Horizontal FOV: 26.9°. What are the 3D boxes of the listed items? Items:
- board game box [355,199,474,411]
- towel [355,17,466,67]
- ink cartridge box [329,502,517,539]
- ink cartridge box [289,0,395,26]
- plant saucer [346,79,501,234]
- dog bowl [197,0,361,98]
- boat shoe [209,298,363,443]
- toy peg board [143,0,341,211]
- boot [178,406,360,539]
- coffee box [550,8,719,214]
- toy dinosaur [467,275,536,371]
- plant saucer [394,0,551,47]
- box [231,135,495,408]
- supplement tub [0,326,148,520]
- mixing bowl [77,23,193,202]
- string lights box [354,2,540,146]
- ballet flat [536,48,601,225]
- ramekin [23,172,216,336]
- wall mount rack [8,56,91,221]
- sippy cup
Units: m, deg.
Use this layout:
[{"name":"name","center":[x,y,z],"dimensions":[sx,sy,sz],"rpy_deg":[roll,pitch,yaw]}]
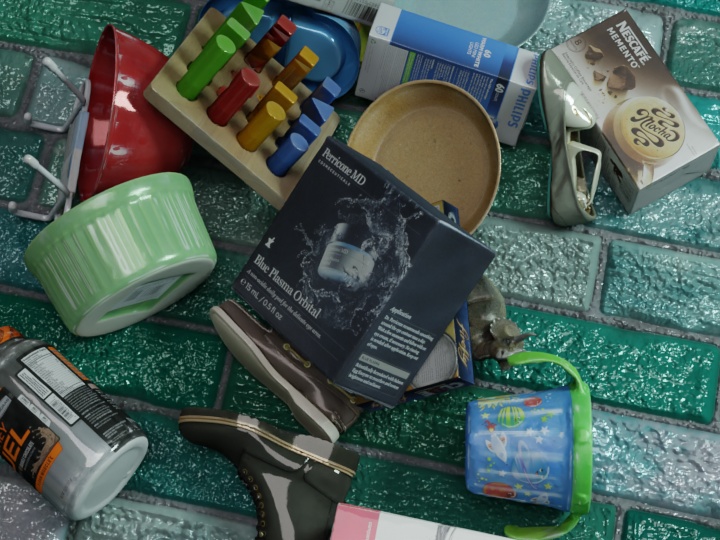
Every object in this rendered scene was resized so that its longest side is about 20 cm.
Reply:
[{"name":"board game box","center":[0.051,0.039,1.630],"dimensions":[0.135,0.034,0.202],"rpy_deg":[-17,65,32]},{"name":"towel","center":[0.024,-0.281,1.808],"dimensions":[0.198,0.018,0.087],"rpy_deg":[14,72,6]},{"name":"ink cartridge box","center":[0.066,0.305,1.527],"dimensions":[0.198,0.147,0.084],"rpy_deg":[11,71,5]},{"name":"ink cartridge box","center":[-0.069,-0.362,1.759],"dimensions":[0.200,0.161,0.050],"rpy_deg":[51,121,46]},{"name":"plant saucer","center":[0.073,-0.113,1.702],"dimensions":[0.198,0.035,0.203],"rpy_deg":[-3,84,28]},{"name":"dog bowl","center":[-0.090,-0.272,1.761],"dimensions":[0.198,0.112,0.050],"rpy_deg":[16,38,7]},{"name":"boat shoe","center":[-0.082,0.101,1.645],"dimensions":[0.059,0.072,0.200],"rpy_deg":[-42,78,-19]},{"name":"toy peg board","center":[-0.104,-0.204,1.655],"dimensions":[0.199,0.098,0.201],"rpy_deg":[40,37,-11]},{"name":"boot","center":[-0.114,0.233,1.598],"dimensions":[0.198,0.078,0.140],"rpy_deg":[15,76,7]},{"name":"coffee box","center":[0.308,-0.184,1.734],"dimensions":[0.112,0.080,0.201],"rpy_deg":[-27,72,-8]},{"name":"toy dinosaur","center":[0.123,0.051,1.665],"dimensions":[0.101,0.077,0.201],"rpy_deg":[-16,45,-3]},{"name":"plant saucer","center":[0.128,-0.326,1.804],"dimensions":[0.199,0.039,0.203],"rpy_deg":[0,63,0]},{"name":"box","center":[0.000,0.000,1.585],"dimensions":[0.196,0.117,0.201],"rpy_deg":[39,98,39]},{"name":"supplement tub","center":[-0.333,0.158,1.600],"dimensions":[0.200,0.123,0.123],"rpy_deg":[39,75,14]},{"name":"mixing bowl","center":[-0.247,-0.167,1.695],"dimensions":[0.107,0.200,0.202],"rpy_deg":[8,69,-19]},{"name":"string lights box","center":[0.101,-0.223,1.725],"dimensions":[0.198,0.103,0.059],"rpy_deg":[18,53,1]},{"name":"ballet flat","center":[0.238,-0.149,1.689],"dimensions":[0.063,0.067,0.202],"rpy_deg":[1,107,25]},{"name":"ramekin","center":[-0.252,-0.012,1.625],"dimensions":[0.199,0.200,0.098],"rpy_deg":[-27,79,-9]},{"name":"wall mount rack","center":[-0.345,-0.140,1.680],"dimensions":[0.074,0.174,0.202],"rpy_deg":[12,69,-19]},{"name":"sippy cup","center":[0.174,0.185,1.575],"dimensions":[0.129,0.140,0.180],"rpy_deg":[1,67,4]}]
